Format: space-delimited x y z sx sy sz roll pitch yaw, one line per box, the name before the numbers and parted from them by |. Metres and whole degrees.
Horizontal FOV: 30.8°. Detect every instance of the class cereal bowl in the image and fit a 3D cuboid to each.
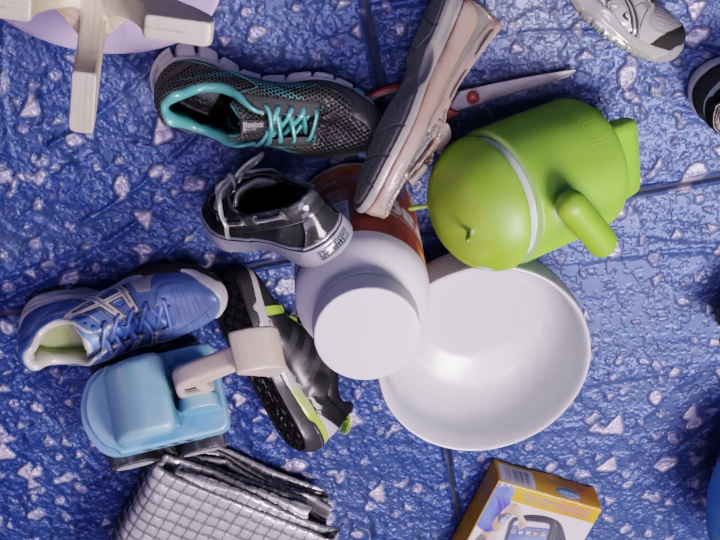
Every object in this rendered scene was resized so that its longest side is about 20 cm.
cereal bowl | 0.107 0.062 1.199 0.198 0.084 0.202 -3 122 -4

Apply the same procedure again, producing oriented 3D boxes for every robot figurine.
robot figurine | 0.141 -0.072 1.086 0.199 0.175 0.117 -23 121 -27

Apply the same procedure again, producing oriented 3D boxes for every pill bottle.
pill bottle | 0.000 0.000 1.092 0.111 0.201 0.113 -2 120 -3

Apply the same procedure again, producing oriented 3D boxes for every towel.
towel | -0.139 0.263 1.301 0.199 0.086 0.166 23 114 -14

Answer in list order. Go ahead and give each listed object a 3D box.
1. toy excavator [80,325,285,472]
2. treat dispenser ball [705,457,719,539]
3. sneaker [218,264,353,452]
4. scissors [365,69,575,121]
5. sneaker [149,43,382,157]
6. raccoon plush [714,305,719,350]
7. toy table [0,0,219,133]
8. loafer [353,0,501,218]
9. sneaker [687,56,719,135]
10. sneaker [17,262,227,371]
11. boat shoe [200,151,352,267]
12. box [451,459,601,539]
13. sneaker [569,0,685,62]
toy excavator | -0.155 0.104 1.133 0.193 0.200 0.101 -13 79 -1
treat dispenser ball | 0.433 0.234 1.254 0.199 0.201 0.202 -2 120 -3
sneaker | -0.066 0.074 1.219 0.083 0.071 0.201 -34 114 -28
scissors | 0.082 -0.151 1.117 0.199 0.014 0.074 -28 104 7
sneaker | -0.080 -0.124 1.073 0.198 0.091 0.078 10 117 -4
raccoon plush | 0.366 -0.021 1.194 0.133 0.097 0.202 -21 90 23
toy table | -0.208 -0.213 1.007 0.198 0.117 0.185 -4 120 -3
loafer | 0.058 -0.130 1.057 0.062 0.072 0.201 24 83 -17
sneaker | 0.380 -0.156 1.080 0.199 0.112 0.073 -24 119 9
sneaker | -0.214 0.050 1.171 0.198 0.077 0.076 -14 119 8
boat shoe | -0.085 -0.053 1.070 0.074 0.199 0.068 -44 120 -13
box | 0.154 0.298 1.363 0.118 0.042 0.201 17 115 -13
sneaker | 0.196 -0.244 1.039 0.199 0.076 0.088 31 113 -20
